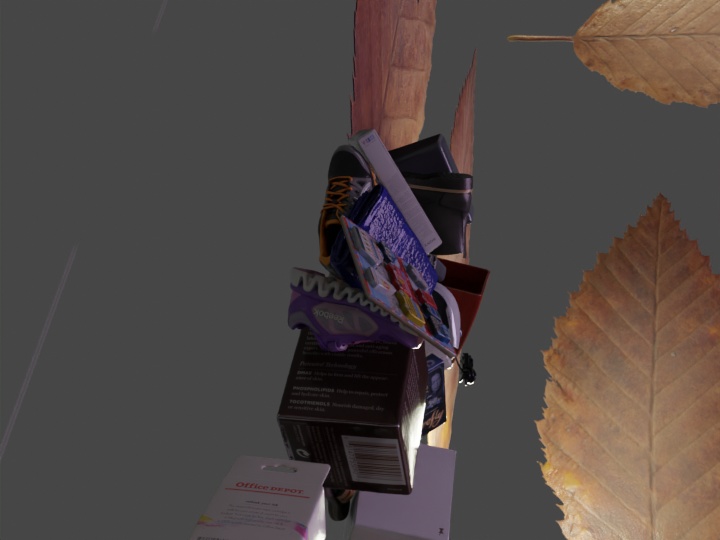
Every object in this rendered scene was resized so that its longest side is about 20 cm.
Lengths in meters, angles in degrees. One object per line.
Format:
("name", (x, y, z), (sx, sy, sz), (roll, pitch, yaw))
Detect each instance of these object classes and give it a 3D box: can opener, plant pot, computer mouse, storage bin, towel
("can opener", (0.106, 0.005, 1.649), (0.200, 0.052, 0.068), (32, 70, -73))
("plant pot", (0.147, 0.085, 1.953), (0.200, 0.196, 0.180), (-48, 150, -71))
("computer mouse", (0.171, 0.105, 1.747), (0.110, 0.043, 0.204), (-37, 106, -79))
("storage bin", (0.113, -0.139, 1.692), (0.203, 0.132, 0.146), (64, 17, -13))
("towel", (0.032, -0.003, 1.361), (0.201, 0.049, 0.149), (54, 54, -38))

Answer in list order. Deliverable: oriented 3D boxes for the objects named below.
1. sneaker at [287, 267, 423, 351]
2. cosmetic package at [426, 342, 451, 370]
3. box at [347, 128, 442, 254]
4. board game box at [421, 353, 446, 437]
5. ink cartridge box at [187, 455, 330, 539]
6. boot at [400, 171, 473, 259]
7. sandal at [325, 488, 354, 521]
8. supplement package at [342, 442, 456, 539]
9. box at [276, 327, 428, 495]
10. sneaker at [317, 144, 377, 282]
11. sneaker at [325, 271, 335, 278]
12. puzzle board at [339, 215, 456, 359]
("sneaker", (-0.012, 0.067, 1.210), (0.080, 0.197, 0.090), (15, 95, -69))
("cosmetic package", (0.092, 0.084, 1.736), (0.108, 0.083, 0.203), (-84, 152, -66))
("box", (0.051, -0.125, 1.472), (0.202, 0.036, 0.144), (59, -2, -11))
("board game box", (0.066, 0.248, 1.658), (0.198, 0.034, 0.138), (-27, 126, -30))
("ink cartridge box", (-0.102, 0.272, 0.954), (0.201, 0.114, 0.069), (-61, 151, -63))
("boot", (0.088, -0.091, 1.592), (0.077, 0.196, 0.142), (-37, 129, -67))
("sandal", (-0.028, 0.328, 1.457), (0.202, 0.053, 0.083), (79, 19, -49))
("supplement package", (0.058, 0.385, 1.535), (0.201, 0.148, 0.153), (103, -2, -55))
("box", (-0.002, 0.171, 1.294), (0.168, 0.160, 0.202), (78, 18, -45))
("sneaker", (-0.024, -0.087, 1.372), (0.077, 0.077, 0.205), (21, 65, -58))
("sneaker", (0.000, 0.000, 1.441), (0.071, 0.091, 0.203), (76, 20, -52))
("puzzle board", (0.047, 0.015, 1.208), (0.150, 0.017, 0.201), (37, 17, -27))
